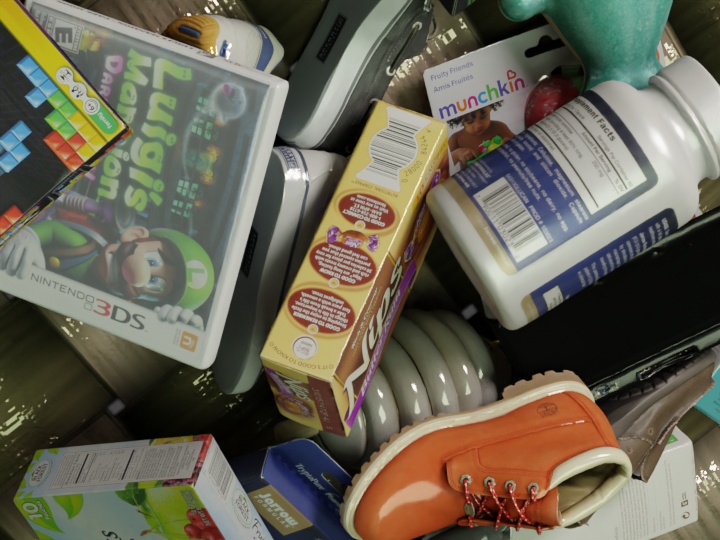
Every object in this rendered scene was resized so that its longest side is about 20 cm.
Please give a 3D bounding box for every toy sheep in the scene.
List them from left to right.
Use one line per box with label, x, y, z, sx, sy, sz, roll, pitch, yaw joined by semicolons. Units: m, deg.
toy sheep;0.027;0.096;1.374;0.200;0.138;0.138;-18;121;-33

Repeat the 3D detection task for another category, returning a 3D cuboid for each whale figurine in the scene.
whale figurine;0.174;-0.198;1.289;0.159;0.104;0.200;-13;98;-15

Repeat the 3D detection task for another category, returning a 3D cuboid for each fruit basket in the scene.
fruit basket;0.154;-0.081;1.368;0.185;0.094;0.200;-21;117;-13

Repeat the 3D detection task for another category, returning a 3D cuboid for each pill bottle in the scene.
pill bottle;0.154;-0.057;1.256;0.200;0.111;0.111;-32;122;-1

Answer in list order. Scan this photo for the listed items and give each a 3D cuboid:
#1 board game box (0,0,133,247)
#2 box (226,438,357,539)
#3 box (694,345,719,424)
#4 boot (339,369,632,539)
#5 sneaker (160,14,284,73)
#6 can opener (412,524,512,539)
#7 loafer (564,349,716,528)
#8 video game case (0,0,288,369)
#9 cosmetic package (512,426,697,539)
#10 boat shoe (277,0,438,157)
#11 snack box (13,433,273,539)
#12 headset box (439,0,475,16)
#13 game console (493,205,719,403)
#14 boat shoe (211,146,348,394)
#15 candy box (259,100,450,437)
board game box;-0.265;-0.106;1.142;0.165;0.057;0.200;-42;91;-2
box;-0.084;0.187;1.361;0.200;0.032;0.121;-21;128;30
box;0.315;0.019;1.488;0.049;0.082;0.200;33;98;-32
boot;0.086;0.147;1.293;0.200;0.107;0.075;-25;129;-7
sneaker;-0.103;-0.074;1.269;0.088;0.075;0.200;-6;125;-46
can opener;0.022;0.199;1.390;0.067;0.200;0.053;-13;87;-55
loafer;0.194;0.122;1.412;0.200;0.073;0.071;-34;116;-27
video game case;-0.155;-0.057;1.222;0.182;0.023;0.200;20;109;12
cosmetic package;0.151;0.175;1.477;0.200;0.108;0.085;-19;121;-16
boat shoe;0.017;-0.162;1.285;0.066;0.070;0.200;20;105;-36
snack box;-0.134;0.202;1.326;0.142;0.053;0.200;-7;131;24
headset box;0.077;-0.285;1.189;0.200;0.093;0.174;-35;85;-4
game console;0.197;0.016;1.382;0.200;0.176;0.116;-25;105;4
boat shoe;-0.054;0.005;1.319;0.065;0.074;0.200;-2;130;-29
candy box;0.000;0.000;1.278;0.117;0.056;0.200;80;31;-66
